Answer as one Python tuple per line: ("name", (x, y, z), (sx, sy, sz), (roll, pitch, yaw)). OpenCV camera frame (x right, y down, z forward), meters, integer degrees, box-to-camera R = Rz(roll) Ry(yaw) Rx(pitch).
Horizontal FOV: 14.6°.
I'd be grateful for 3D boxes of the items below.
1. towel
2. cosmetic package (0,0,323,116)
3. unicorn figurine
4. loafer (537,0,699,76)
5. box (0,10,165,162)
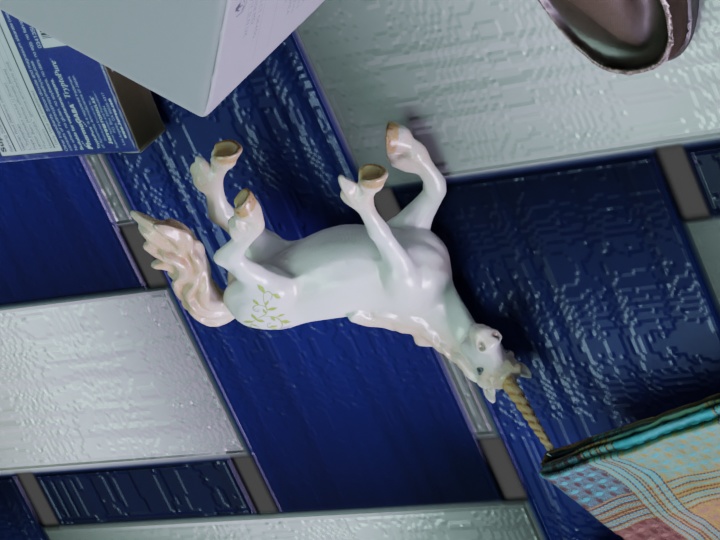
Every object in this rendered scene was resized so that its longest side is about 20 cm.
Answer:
("towel", (0.198, 0.102, 1.281), (0.146, 0.022, 0.199), (39, 140, -27))
("cosmetic package", (-0.087, -0.198, 1.162), (0.199, 0.200, 0.123), (29, 136, 14))
("unicorn figurine", (0.000, 0.000, 1.339), (0.199, 0.074, 0.138), (7, 134, 22))
("loafer", (0.074, -0.147, 1.156), (0.073, 0.071, 0.200), (-4, 137, 38))
("box", (-0.202, -0.112, 1.425), (0.199, 0.032, 0.122), (-3, 119, 35))
